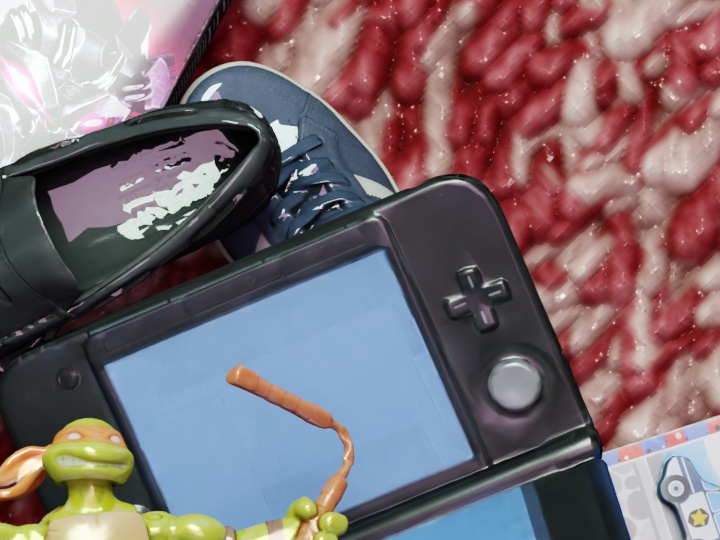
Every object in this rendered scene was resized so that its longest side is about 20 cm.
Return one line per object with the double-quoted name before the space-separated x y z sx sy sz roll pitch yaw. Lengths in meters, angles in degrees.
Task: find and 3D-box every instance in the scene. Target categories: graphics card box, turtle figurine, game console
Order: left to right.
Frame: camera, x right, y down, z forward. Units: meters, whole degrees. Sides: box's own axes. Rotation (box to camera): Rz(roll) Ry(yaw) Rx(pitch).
"graphics card box" -0.140 -0.068 1.159 0.125 0.051 0.200 28 81 -1
"turtle figurine" -0.097 0.118 1.008 0.200 0.064 0.162 0 76 -19
"game console" -0.016 0.085 1.048 0.200 0.118 0.171 -23 99 7

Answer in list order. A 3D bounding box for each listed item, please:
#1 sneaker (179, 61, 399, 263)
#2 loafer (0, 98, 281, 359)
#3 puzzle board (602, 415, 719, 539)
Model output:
"sneaker" 0.000 0.000 1.142 0.075 0.085 0.200 -36 86 -9
"loafer" -0.122 -0.010 1.091 0.200 0.070 0.068 -25 85 -8
"puzzle board" 0.156 0.157 1.165 0.151 0.017 0.200 -17 82 -7
